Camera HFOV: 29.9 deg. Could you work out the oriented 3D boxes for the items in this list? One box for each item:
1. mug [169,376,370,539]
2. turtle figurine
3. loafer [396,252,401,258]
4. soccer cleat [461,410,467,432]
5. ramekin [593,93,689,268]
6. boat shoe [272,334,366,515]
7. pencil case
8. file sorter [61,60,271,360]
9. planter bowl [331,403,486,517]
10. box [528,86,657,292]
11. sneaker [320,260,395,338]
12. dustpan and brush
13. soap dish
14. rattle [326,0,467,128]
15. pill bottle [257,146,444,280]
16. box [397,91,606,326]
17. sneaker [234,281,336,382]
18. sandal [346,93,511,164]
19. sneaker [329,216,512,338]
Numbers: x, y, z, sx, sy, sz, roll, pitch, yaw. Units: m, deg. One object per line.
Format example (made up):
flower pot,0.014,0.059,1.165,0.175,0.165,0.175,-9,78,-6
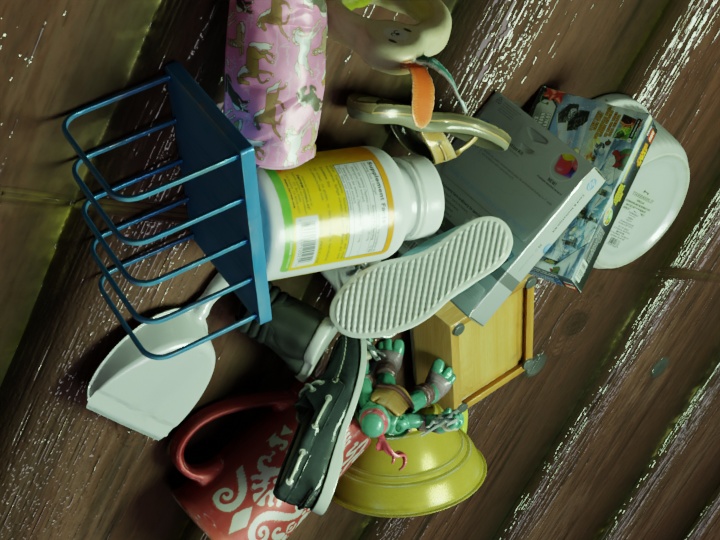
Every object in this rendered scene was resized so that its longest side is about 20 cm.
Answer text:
mug,-0.099,0.212,1.478,0.200,0.133,0.178,-44,146,-9
turtle figurine,0.038,0.137,1.488,0.101,0.150,0.200,-49,178,19
loafer,0.125,-0.046,1.521,0.199,0.072,0.063,-32,162,-7
soccer cleat,0.114,0.225,1.775,0.084,0.064,0.202,-53,152,-46
ramekin,0.298,-0.097,1.600,0.199,0.105,0.202,-27,140,-25
boat shoe,-0.041,0.151,1.408,0.060,0.202,0.076,19,150,-12
pencil case,-0.074,-0.186,1.130,0.086,0.082,0.202,-16,122,-41
file sorter,-0.167,-0.044,1.160,0.122,0.139,0.201,-25,139,-20
planter bowl,0.047,0.201,1.584,0.199,0.200,0.084,-19,115,-32
box,0.215,-0.090,1.447,0.201,0.136,0.040,-62,147,-11
sneaker,0.000,0.000,1.421,0.073,0.071,0.200,-41,142,-6
dustpan and brush,-0.175,0.067,1.337,0.200,0.057,0.139,-43,146,6
soap dish,0.138,0.070,1.618,0.156,0.081,0.201,-30,140,-21
rattle,0.040,-0.233,1.125,0.129,0.201,0.144,16,120,-26
pill bottle,-0.023,-0.059,1.291,0.198,0.111,0.112,-10,132,-30
box,0.136,-0.067,1.424,0.201,0.156,0.041,-51,146,6
sneaker,-0.079,0.059,1.411,0.071,0.099,0.200,-58,177,-11
sandal,0.064,-0.135,1.346,0.198,0.080,0.055,5,99,-41
sneaker,0.059,0.013,1.348,0.198,0.075,0.082,-24,176,-8
